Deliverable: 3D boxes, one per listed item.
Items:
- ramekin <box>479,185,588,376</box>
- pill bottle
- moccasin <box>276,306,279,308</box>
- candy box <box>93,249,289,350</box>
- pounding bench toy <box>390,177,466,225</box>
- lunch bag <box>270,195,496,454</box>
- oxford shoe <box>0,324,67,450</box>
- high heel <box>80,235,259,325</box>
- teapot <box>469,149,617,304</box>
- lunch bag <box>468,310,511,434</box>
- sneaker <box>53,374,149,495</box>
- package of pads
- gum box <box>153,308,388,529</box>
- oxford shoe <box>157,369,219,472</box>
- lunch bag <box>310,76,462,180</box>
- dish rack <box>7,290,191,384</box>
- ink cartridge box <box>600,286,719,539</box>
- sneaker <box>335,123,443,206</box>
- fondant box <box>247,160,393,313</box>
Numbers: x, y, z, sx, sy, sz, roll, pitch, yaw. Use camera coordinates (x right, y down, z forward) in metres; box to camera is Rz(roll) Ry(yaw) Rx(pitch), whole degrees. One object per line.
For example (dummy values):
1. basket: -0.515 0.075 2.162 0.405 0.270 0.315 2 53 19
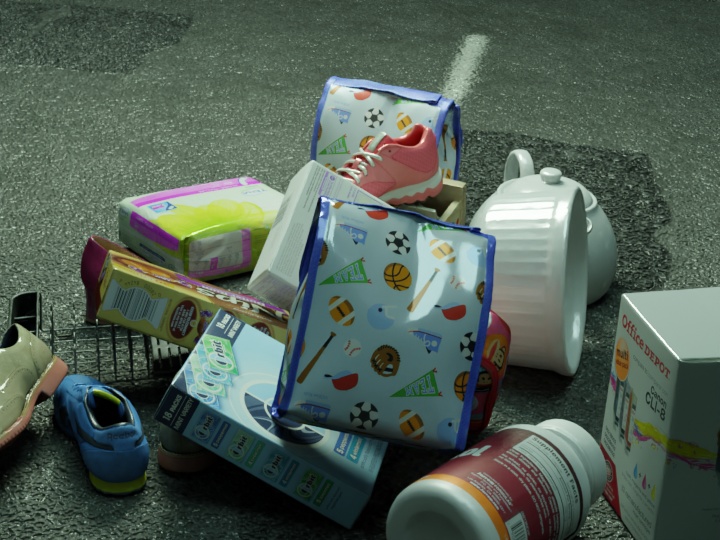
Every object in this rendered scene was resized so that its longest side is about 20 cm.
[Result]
1. ramekin: 0.182 0.009 1.740 0.097 0.201 0.201 2 22 14
2. pill bottle: 0.121 0.198 1.382 0.113 0.113 0.200 20 27 33
3. moccasin: -0.055 0.047 1.770 0.077 0.074 0.202 3 31 -24
4. candy box: -0.163 0.045 1.635 0.199 0.057 0.117 19 6 -13
5. pounding bench toy: 0.001 -0.031 1.868 0.199 0.125 0.156 12 32 19
6. lunch bag: 0.023 0.046 1.429 0.169 0.201 0.124 12 -9 -8
7. oxford shoe: -0.338 0.119 1.489 0.070 0.075 0.200 -33 14 22
8. high heel: -0.203 0.013 1.781 0.199 0.096 0.067 0 23 -9
9. teapot: 0.216 -0.053 1.950 0.199 0.147 0.197 17 25 29
10. lunch bag: 0.041 0.084 1.587 0.199 0.176 0.082 16 60 8
11. sneaker: -0.241 0.129 1.527 0.066 0.079 0.200 -7 24 -21
12. package of pads: -0.169 -0.052 1.977 0.200 0.068 0.154 -14 29 -36
13. gum box: -0.071 0.131 1.498 0.200 0.045 0.170 29 24 -1
14. oxford shoe: -0.144 0.118 1.571 0.070 0.075 0.200 3 22 5
15. lunch bag: 0.031 -0.129 2.008 0.169 0.201 0.124 12 24 20
16. dish rack: -0.259 0.070 1.685 0.199 0.055 0.153 -3 25 -9
17. ink cartridge box: 0.308 0.132 1.457 0.144 0.201 0.145 -1 23 -13
18. sneaker: 0.006 -0.108 1.789 0.200 0.087 0.074 -24 37 -35
19. fondant box: 0.000 0.000 1.687 0.200 0.058 0.145 30 58 -14
